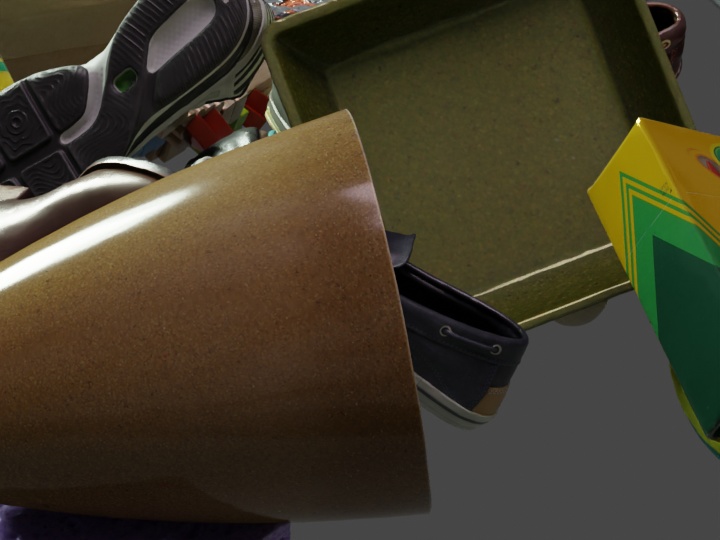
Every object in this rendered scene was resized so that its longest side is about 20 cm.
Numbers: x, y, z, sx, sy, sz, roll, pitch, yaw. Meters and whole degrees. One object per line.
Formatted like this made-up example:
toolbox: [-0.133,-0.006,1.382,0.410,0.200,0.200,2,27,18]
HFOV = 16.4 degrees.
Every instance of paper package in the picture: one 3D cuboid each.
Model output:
paper package: [-0.226,-0.201,1.675,0.190,0.104,0.200,-13,31,-30]

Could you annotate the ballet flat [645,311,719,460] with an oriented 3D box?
ballet flat: [0.193,0.038,1.304,0.067,0.067,0.200,-1,28,-11]

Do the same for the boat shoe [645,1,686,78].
boat shoe: [0.090,-0.128,1.455,0.200,0.070,0.070,-5,54,-12]

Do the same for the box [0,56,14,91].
box: [-0.278,-0.068,1.427,0.117,0.048,0.200,-19,9,38]

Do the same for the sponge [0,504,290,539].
sponge: [-0.145,0.119,1.161,0.200,0.030,0.112,16,30,26]

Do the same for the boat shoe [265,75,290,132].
boat shoe: [0.011,-0.059,1.465,0.072,0.060,0.202,-15,52,-35]

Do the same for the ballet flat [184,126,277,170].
ballet flat: [-0.065,-0.005,1.364,0.068,0.068,0.200,-14,34,1]

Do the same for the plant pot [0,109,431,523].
plant pot: [-0.084,0.037,1.128,0.200,0.187,0.186,-11,29,-4]

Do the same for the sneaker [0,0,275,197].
sneaker: [-0.124,-0.083,1.358,0.076,0.200,0.115,57,13,12]

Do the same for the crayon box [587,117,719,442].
crayon box: [0.231,0.017,1.241,0.200,0.058,0.173,11,40,-31]

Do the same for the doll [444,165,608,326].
doll: [0.060,-0.046,1.383,0.200,0.048,0.136,44,81,9]

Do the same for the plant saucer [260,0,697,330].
plant saucer: [0.072,-0.068,1.336,0.200,0.200,0.048,-21,-3,-2]

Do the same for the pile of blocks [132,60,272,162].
pile of blocks: [-0.103,-0.085,1.489,0.062,0.082,0.200,40,20,13]

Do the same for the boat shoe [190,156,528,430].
boat shoe: [0.000,0.000,1.267,0.200,0.062,0.075,37,21,-4]

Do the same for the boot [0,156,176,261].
boot: [-0.187,0.026,1.208,0.186,0.064,0.200,-7,28,41]
